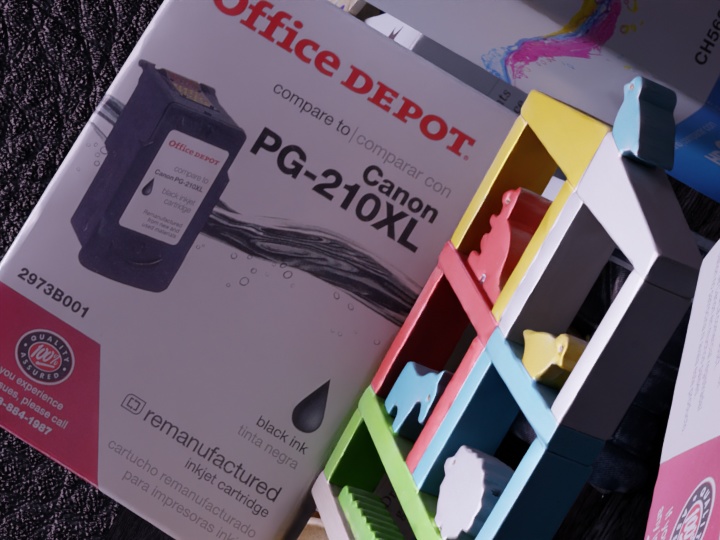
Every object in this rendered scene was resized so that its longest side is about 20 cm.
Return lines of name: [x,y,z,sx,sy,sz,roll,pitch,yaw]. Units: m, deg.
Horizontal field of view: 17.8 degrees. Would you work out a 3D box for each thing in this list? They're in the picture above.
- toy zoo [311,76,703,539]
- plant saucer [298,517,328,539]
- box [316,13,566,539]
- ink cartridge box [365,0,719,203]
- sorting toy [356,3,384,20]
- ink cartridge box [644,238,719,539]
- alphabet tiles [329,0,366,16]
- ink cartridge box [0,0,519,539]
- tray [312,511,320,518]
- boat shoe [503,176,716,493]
toy zoo: [0.049,0.027,0.746,0.201,0.020,0.131,-62,23,17]
plant saucer: [-0.062,0.204,1.052,0.200,0.035,0.201,-36,27,21]
box: [0.000,0.000,1.033,0.199,0.131,0.200,-54,14,-6]
ink cartridge box: [0.088,-0.135,0.792,0.145,0.199,0.085,-63,6,-11]
sorting toy: [0.023,-0.114,1.266,0.199,0.069,0.201,101,180,-58]
ink cartridge box: [0.134,-0.005,0.399,0.200,0.084,0.146,-59,7,41]
alphabet tiles: [-0.041,-0.090,1.110,0.200,0.006,0.167,-48,12,22]
ink cartridge box: [-0.045,-0.005,0.876,0.201,0.144,0.084,-59,-6,-2]
tray: [-0.003,0.123,1.172,0.200,0.037,0.099,-57,8,43]
boat shoe: [0.075,0.020,0.823,0.091,0.071,0.200,-63,7,1]
